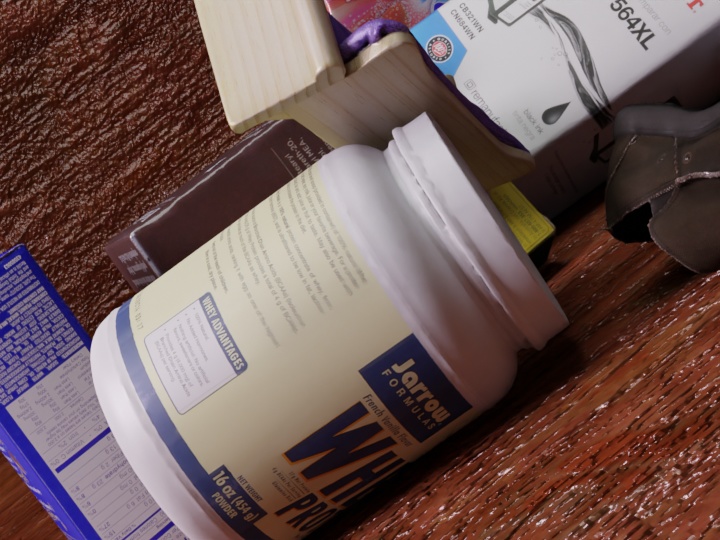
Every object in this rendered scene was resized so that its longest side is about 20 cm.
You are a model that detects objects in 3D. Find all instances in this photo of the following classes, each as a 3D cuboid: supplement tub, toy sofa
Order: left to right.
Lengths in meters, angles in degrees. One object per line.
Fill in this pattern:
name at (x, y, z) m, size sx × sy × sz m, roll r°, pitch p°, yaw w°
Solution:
supplement tub at (-0.014, 0.032, 0.717) m, size 0.199 × 0.146 × 0.145 m, roll -35°, pitch 8°, yaw 8°
toy sofa at (0.009, -0.095, 0.767) m, size 0.097 × 0.084 × 0.200 m, roll -26°, pitch -25°, yaw 19°

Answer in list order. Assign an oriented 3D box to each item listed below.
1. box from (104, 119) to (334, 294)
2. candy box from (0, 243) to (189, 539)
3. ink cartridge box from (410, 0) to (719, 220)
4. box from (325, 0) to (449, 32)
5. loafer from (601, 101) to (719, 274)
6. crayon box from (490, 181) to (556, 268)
box at (-0.039, -0.014, 0.996) m, size 0.199 × 0.165 × 0.166 m, roll -38°, pitch 8°, yaw -14°
candy box at (-0.179, 0.089, 0.886) m, size 0.077 × 0.201 × 0.169 m, roll -36°, pitch 9°, yaw -17°
ink cartridge box at (0.139, -0.142, 0.988) m, size 0.199 × 0.147 × 0.084 m, roll -36°, pitch -33°, yaw 5°
box at (0.051, -0.208, 1.088) m, size 0.198 × 0.096 × 0.102 m, roll -20°, pitch 3°, yaw -18°
loafer at (0.165, -0.030, 0.637) m, size 0.200 × 0.072 × 0.072 m, roll -163°, pitch 90°, yaw -75°
crayon box at (0.000, 0.000, 0.872) m, size 0.199 × 0.127 × 0.051 m, roll -38°, pitch -16°, yaw -13°
